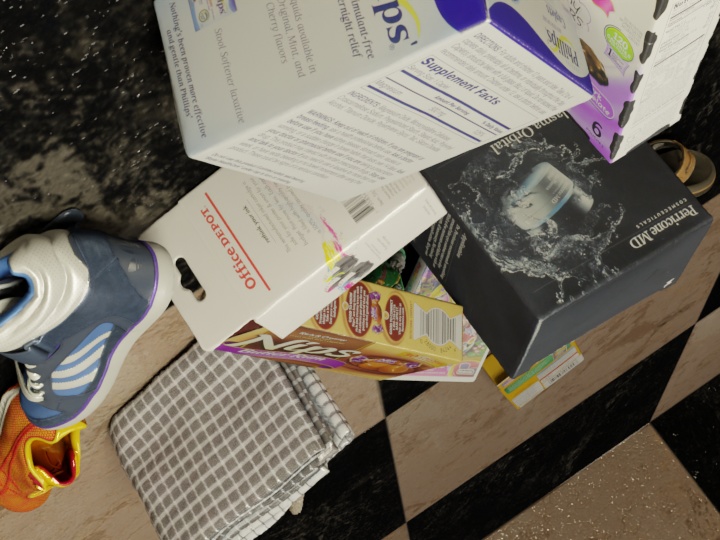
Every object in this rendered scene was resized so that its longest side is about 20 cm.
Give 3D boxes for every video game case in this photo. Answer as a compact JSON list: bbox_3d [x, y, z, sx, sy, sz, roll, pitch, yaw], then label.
[{"bbox_3d":[0.102,0.026,1.325,0.142,0.018,0.201,5,117,-39],"label":"video game case"}]

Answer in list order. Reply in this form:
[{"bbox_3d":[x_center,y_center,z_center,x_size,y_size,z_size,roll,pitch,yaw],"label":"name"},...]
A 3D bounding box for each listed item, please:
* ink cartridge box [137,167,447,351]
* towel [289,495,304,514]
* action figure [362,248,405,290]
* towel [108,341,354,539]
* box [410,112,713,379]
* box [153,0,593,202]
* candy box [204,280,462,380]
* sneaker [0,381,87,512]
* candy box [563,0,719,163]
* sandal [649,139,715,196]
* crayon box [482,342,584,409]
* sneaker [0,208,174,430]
[{"bbox_3d":[-0.052,-0.034,0.960,0.199,0.116,0.068,-37,158,4],"label":"ink cartridge box"},{"bbox_3d":[-0.073,0.154,1.295,0.034,0.134,0.200,-6,152,-10],"label":"towel"},{"bbox_3d":[0.000,0.000,1.200,0.118,0.055,0.200,-40,161,12],"label":"action figure"},{"bbox_3d":[-0.122,0.151,1.171,0.200,0.166,0.085,-42,152,15],"label":"towel"},{"bbox_3d":[0.163,-0.048,1.143,0.196,0.201,0.118,-28,158,-21],"label":"box"},{"bbox_3d":[0.012,-0.134,0.783,0.199,0.106,0.184,-20,166,24],"label":"box"},{"bbox_3d":[-0.021,0.047,1.110,0.199,0.057,0.116,13,160,-38],"label":"candy box"},{"bbox_3d":[-0.273,0.163,1.085,0.073,0.077,0.200,-25,158,-30],"label":"sneaker"},{"bbox_3d":[0.156,-0.197,0.865,0.071,0.168,0.200,-32,158,-14],"label":"candy box"},{"bbox_3d":[0.335,-0.120,1.459,0.199,0.082,0.055,-8,125,-38],"label":"sandal"},{"bbox_3d":[0.242,0.124,1.827,0.125,0.052,0.200,-37,159,3],"label":"crayon box"},{"bbox_3d":[-0.234,0.043,0.908,0.146,0.081,0.200,3,141,-46],"label":"sneaker"}]
